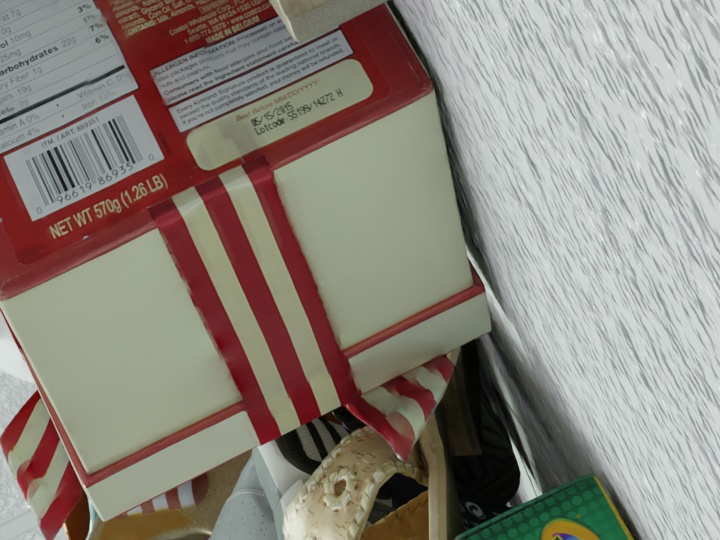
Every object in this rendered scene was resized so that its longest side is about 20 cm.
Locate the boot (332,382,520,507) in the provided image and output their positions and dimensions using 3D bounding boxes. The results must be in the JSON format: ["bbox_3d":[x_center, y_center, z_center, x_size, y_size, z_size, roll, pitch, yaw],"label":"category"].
[{"bbox_3d":[-0.002,0.000,1.166,0.201,0.072,0.182,-111,-2,-48],"label":"boot"}]

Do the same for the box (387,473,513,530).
[{"bbox_3d":[0.020,0.224,1.081,0.117,0.197,0.200,22,-154,-40],"label":"box"}]

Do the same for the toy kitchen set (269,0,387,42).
[{"bbox_3d":[-0.126,-0.145,0.770,0.181,0.199,0.164,60,175,50],"label":"toy kitchen set"}]

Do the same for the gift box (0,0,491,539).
[{"bbox_3d":[-0.065,-0.023,0.920,0.187,0.183,0.201,74,173,-60],"label":"gift box"}]

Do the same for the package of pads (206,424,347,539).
[{"bbox_3d":[-0.031,0.079,1.307,0.200,0.075,0.121,-71,-4,-75],"label":"package of pads"}]

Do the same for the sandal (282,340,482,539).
[{"bbox_3d":[0.007,0.088,0.961,0.212,0.069,0.078,-86,-14,-50],"label":"sandal"}]

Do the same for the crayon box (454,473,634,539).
[{"bbox_3d":[0.105,0.182,0.877,0.201,0.058,0.119,62,175,35],"label":"crayon box"}]

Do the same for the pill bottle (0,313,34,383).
[{"bbox_3d":[-0.097,-0.048,1.126,0.200,0.110,0.112,-52,-56,-48],"label":"pill bottle"}]

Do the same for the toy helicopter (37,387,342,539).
[{"bbox_3d":[-0.103,0.102,1.134,0.132,0.201,0.079,20,171,24],"label":"toy helicopter"}]

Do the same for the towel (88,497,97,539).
[{"bbox_3d":[-0.095,0.085,1.303,0.172,0.048,0.201,-74,-8,-51],"label":"towel"}]

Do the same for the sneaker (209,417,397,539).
[{"bbox_3d":[-0.020,0.153,1.019,0.075,0.116,0.200,24,-157,-27],"label":"sneaker"}]
